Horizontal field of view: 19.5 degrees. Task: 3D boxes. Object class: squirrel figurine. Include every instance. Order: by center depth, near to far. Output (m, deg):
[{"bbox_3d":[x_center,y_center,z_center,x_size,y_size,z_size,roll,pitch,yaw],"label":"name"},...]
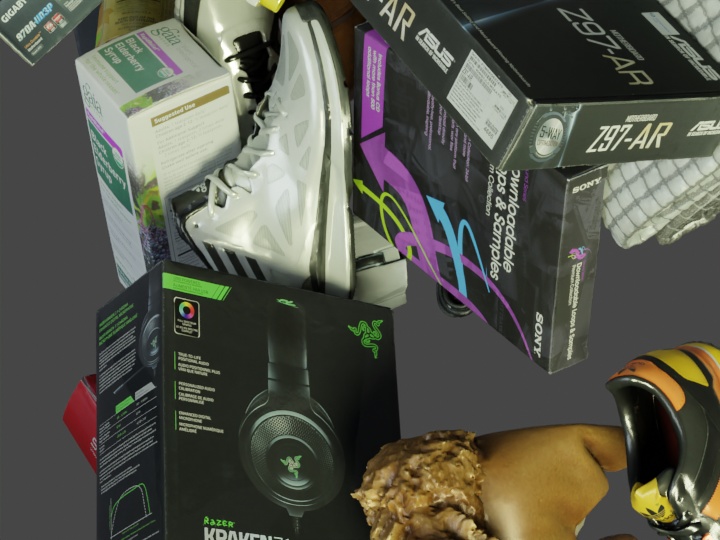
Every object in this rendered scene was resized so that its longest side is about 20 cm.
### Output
[{"bbox_3d":[0.081,0.191,1.235,0.141,0.200,0.187,-18,70,40],"label":"squirrel figurine"}]

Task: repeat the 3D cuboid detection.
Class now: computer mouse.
[{"bbox_3d":[0.000,0.000,1.409,0.200,0.044,0.110,-24,79,46],"label":"computer mouse"}]

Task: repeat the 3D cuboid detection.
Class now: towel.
[{"bbox_3d":[0.189,-0.128,1.163,0.200,0.085,0.166,-41,65,44],"label":"towel"}]

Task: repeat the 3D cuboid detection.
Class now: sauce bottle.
[{"bbox_3d":[-0.149,-0.205,1.478,0.065,0.065,0.200,-40,37,42],"label":"sauce bottle"}]

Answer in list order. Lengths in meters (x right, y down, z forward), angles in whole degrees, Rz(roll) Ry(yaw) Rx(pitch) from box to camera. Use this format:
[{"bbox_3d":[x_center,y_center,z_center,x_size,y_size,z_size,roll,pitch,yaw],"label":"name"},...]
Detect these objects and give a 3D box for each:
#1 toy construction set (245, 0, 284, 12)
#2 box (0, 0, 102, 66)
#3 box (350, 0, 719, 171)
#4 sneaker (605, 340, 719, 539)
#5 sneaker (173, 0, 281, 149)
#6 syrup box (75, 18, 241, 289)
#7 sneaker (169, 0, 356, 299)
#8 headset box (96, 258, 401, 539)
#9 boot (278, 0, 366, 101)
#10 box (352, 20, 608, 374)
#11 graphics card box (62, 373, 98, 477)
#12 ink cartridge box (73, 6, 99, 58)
[{"bbox_3d":[-0.024,-0.252,1.325,0.092,0.131,0.200,45,89,3],"label":"toy construction set"},{"bbox_3d":[-0.136,-0.231,1.328,0.046,0.159,0.200,45,120,-12],"label":"box"},{"bbox_3d":[0.083,-0.134,1.098,0.200,0.160,0.044,53,132,33],"label":"box"},{"bbox_3d":[0.189,0.142,1.193,0.070,0.090,0.201,-24,78,46],"label":"sneaker"},{"bbox_3d":[-0.071,-0.126,1.415,0.080,0.074,0.200,42,150,48],"label":"sneaker"},{"bbox_3d":[-0.127,-0.060,1.408,0.079,0.081,0.200,46,154,40],"label":"syrup box"},{"bbox_3d":[-0.065,-0.069,1.333,0.076,0.115,0.201,-115,21,-71],"label":"sneaker"},{"bbox_3d":[-0.068,0.102,1.295,0.093,0.174,0.200,-34,50,48],"label":"headset box"},{"bbox_3d":[0.015,-0.132,1.358,0.200,0.068,0.189,-25,80,48],"label":"boot"},{"bbox_3d":[0.066,-0.048,1.252,0.200,0.036,0.143,38,141,39],"label":"box"},{"bbox_3d":[-0.086,0.117,1.404,0.126,0.200,0.051,53,130,26],"label":"graphics card box"},{"bbox_3d":[-0.166,-0.153,1.571,0.099,0.039,0.200,-19,82,46],"label":"ink cartridge box"}]
